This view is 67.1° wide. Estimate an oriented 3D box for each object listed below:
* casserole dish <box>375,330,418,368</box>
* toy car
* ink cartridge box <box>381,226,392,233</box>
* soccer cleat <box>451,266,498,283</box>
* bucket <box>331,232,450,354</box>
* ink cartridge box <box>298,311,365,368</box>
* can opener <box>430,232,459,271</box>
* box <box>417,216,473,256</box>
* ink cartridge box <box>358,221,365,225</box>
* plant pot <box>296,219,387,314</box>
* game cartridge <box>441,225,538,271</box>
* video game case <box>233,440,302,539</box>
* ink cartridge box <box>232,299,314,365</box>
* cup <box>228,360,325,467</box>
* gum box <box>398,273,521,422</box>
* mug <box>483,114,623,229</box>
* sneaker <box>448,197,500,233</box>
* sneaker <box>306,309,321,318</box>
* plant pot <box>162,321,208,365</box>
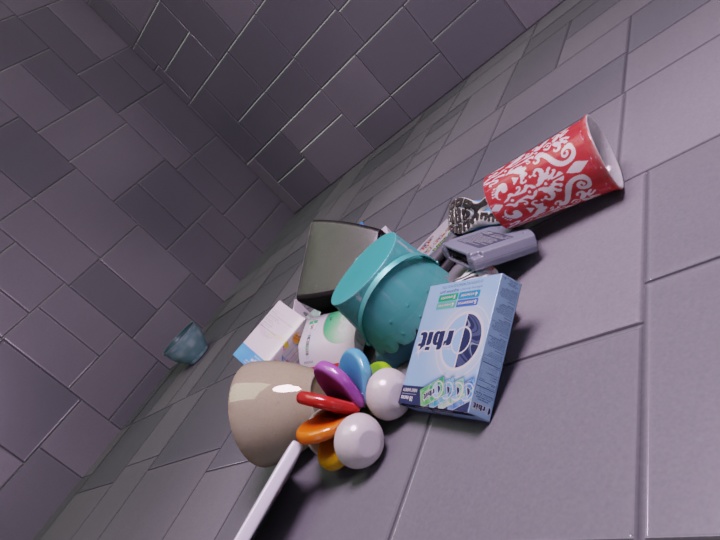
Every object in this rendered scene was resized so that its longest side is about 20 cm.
[{"bbox_3d":[0.098,0.115,1.041,0.200,0.039,0.121,-38,16,27],"label":"casserole dish"},{"bbox_3d":[-0.028,0.215,0.892,0.200,0.150,0.175,-52,17,-26],"label":"toy car"},{"bbox_3d":[0.028,-0.012,1.456,0.200,0.084,0.145,-41,16,10],"label":"ink cartridge box"},{"bbox_3d":[0.212,0.030,0.918,0.085,0.069,0.200,-50,11,-5],"label":"soccer cleat"},{"bbox_3d":[0.052,0.038,1.013,0.207,0.135,0.207,-45,15,16],"label":"bucket"},{"bbox_3d":[-0.069,0.178,1.144,0.161,0.050,0.200,-16,41,35],"label":"ink cartridge box"},{"bbox_3d":[0.147,0.002,1.178,0.200,0.053,0.067,-48,17,-16],"label":"can opener"},{"bbox_3d":[0.186,-0.058,1.266,0.200,0.035,0.110,-46,16,-4],"label":"box"},{"bbox_3d":[-0.012,-0.055,1.670,0.145,0.084,0.200,-42,16,8],"label":"ink cartridge box"},{"bbox_3d":[0.000,0.000,1.239,0.177,0.199,0.201,-6,65,36],"label":"plant pot"},{"bbox_3d":[0.238,-0.045,0.997,0.133,0.042,0.200,-14,10,-4],"label":"game cartridge"},{"bbox_3d":[-0.163,0.393,0.882,0.200,0.024,0.182,-57,-6,-38],"label":"video game case"},{"bbox_3d":[-0.180,0.182,1.324,0.200,0.129,0.125,-50,42,-11],"label":"ink cartridge box"},{"bbox_3d":[-0.130,0.256,1.025,0.143,0.201,0.200,-17,25,20],"label":"cup"},{"bbox_3d":[0.144,0.112,0.805,0.170,0.044,0.200,-16,51,60],"label":"gum box"},{"bbox_3d":[0.340,-0.157,0.956,0.200,0.134,0.177,-26,-20,35],"label":"mug"},{"bbox_3d":[0.264,-0.113,1.141,0.200,0.090,0.079,0,84,57],"label":"sneaker"},{"bbox_3d":[-0.144,0.166,1.447,0.200,0.074,0.118,-48,9,-21],"label":"sneaker"},{"bbox_3d":[-0.799,0.356,2.528,0.200,0.134,0.200,-41,15,14],"label":"plant pot"}]
